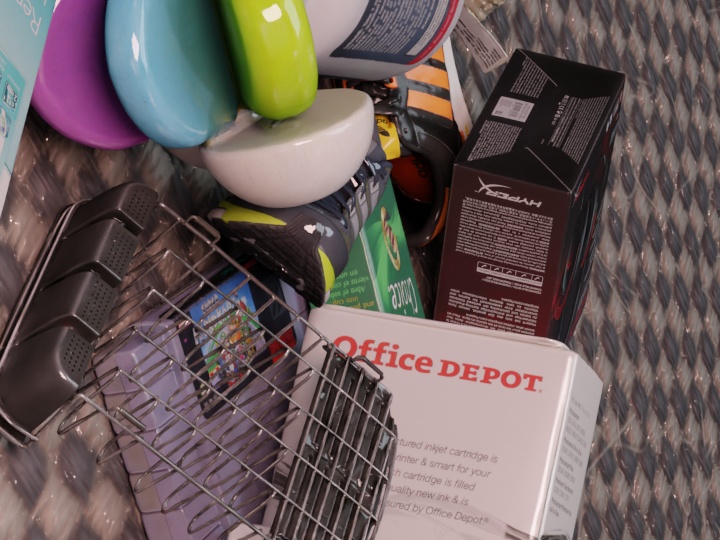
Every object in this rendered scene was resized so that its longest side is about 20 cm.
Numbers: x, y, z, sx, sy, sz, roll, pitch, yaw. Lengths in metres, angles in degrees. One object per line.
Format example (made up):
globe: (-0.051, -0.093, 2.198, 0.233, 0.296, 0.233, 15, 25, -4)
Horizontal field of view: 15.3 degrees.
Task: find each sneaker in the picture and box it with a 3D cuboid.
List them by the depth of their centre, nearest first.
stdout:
sneaker: (-0.025, -0.038, 1.338, 0.074, 0.081, 0.200, 37, 5, -7)
sneaker: (0.017, -0.107, 1.580, 0.090, 0.070, 0.200, -68, 142, -54)

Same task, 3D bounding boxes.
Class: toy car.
toy car: (-0.092, -0.115, 1.243, 0.200, 0.150, 0.175, -147, -140, -65)

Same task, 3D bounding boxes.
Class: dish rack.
dish rack: (-0.070, 0.060, 1.263, 0.200, 0.055, 0.153, 39, 41, -19)

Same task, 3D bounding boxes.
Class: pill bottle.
pill bottle: (-0.032, -0.164, 1.442, 0.200, 0.120, 0.120, -4, 84, -65)

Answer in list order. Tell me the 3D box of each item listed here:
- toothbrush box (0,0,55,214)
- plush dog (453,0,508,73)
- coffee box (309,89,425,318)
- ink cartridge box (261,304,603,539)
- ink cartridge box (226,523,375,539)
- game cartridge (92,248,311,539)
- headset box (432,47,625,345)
toothbrush box: (-0.206, -0.108, 1.097, 0.146, 0.085, 0.200, 53, 37, -43)
plush dog: (0.067, -0.224, 1.656, 0.172, 0.200, 0.161, -50, 159, -48)
coffee box: (0.000, 0.000, 1.496, 0.123, 0.044, 0.200, -10, 87, -79)
ink cartridge box: (0.031, 0.131, 1.361, 0.084, 0.146, 0.200, 41, 60, -68)
ink cartridge box: (0.017, 0.213, 1.267, 0.057, 0.200, 0.163, 54, 45, -67)
game cartridge: (-0.066, 0.066, 1.384, 0.200, 0.038, 0.130, -40, 120, -62)
headset box: (0.098, -0.011, 1.635, 0.149, 0.075, 0.200, -60, 161, -53)
